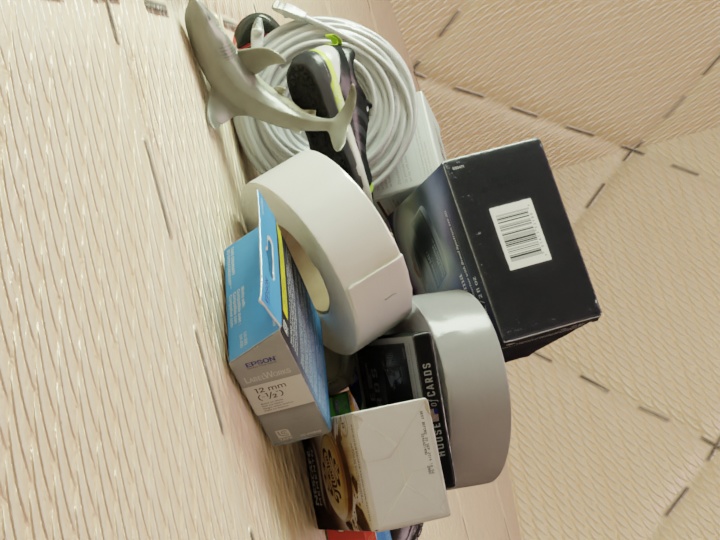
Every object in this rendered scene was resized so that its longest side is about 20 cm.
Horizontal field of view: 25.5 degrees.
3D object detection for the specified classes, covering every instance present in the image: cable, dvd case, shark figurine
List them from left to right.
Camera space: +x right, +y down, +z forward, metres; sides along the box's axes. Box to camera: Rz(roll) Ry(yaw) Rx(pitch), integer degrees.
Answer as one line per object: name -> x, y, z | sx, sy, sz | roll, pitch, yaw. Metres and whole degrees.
shark figurine -> -0.106, -0.166, 1.602 | 0.090, 0.214, 0.128 | -51, 172, -32
cable -> -0.040, -0.175, 1.727 | 0.069, 0.200, 0.200 | -172, -83, -83
dvd case -> 0.041, 0.138, 1.590 | 0.200, 0.025, 0.150 | 167, -86, -72

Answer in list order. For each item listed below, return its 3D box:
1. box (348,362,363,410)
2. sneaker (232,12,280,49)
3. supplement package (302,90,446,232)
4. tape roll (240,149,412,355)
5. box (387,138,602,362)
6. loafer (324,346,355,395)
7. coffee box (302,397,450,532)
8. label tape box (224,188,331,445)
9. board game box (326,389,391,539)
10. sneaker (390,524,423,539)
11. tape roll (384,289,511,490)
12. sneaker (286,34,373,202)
box -> -0.005, 0.060, 1.773 | 0.070, 0.064, 0.200 | 97, -29, -55
sneaker -> -0.111, -0.225, 1.831 | 0.200, 0.074, 0.087 | 72, -5, -48
supplement package -> -0.001, -0.108, 1.832 | 0.117, 0.200, 0.117 | 53, 23, -69
tape roll -> -0.035, -0.017, 1.582 | 0.202, 0.071, 0.202 | 48, -23, 27
box -> 0.136, -0.006, 1.689 | 0.198, 0.123, 0.200 | 135, -62, -68
loafer -> -0.056, 0.039, 1.705 | 0.070, 0.070, 0.200 | 52, 17, -59
coffee box -> 0.010, 0.191, 1.540 | 0.200, 0.080, 0.113 | 150, -71, -72
label tape box -> -0.087, 0.046, 1.478 | 0.200, 0.066, 0.143 | 65, 13, -45
board game box -> -0.014, 0.234, 1.721 | 0.153, 0.040, 0.200 | 2, 74, -81
sneaker -> 0.028, 0.262, 1.875 | 0.091, 0.076, 0.200 | 35, 41, -21
tape roll -> 0.083, 0.121, 1.608 | 0.200, 0.066, 0.200 | 174, -90, -72
sneaker -> -0.010, -0.147, 1.659 | 0.083, 0.072, 0.200 | -30, 115, -38
